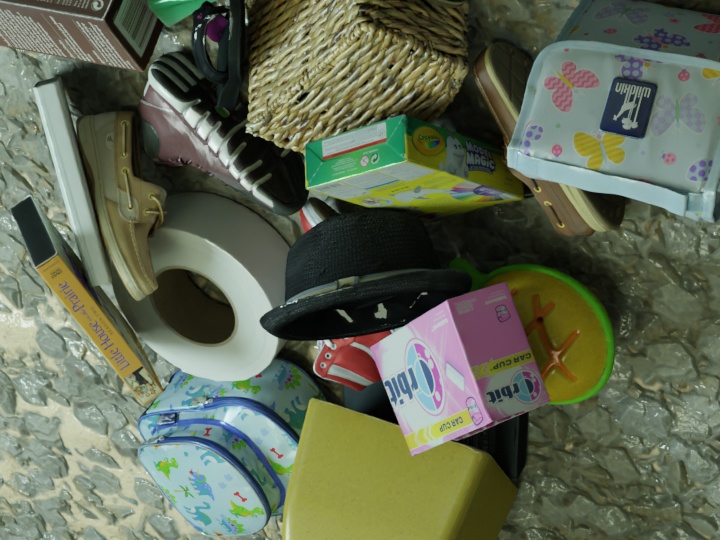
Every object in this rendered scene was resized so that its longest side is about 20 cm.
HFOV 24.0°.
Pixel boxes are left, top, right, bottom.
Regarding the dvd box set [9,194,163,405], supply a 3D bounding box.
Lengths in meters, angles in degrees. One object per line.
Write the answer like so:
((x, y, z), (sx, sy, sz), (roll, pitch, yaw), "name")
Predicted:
((-0.278, 0.030, 1.713), (0.200, 0.029, 0.146), (58, 177, -34), "dvd box set")

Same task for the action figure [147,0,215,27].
((-0.114, -0.287, 1.501), (0.200, 0.055, 0.118), (-2, 123, 37), "action figure")

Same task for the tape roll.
((-0.159, 0.019, 1.772), (0.202, 0.071, 0.202), (16, 132, 18), "tape roll")

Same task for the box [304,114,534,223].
((0.058, -0.085, 1.509), (0.117, 0.048, 0.200), (-13, 161, 37), "box")

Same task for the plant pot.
((0.027, 0.270, 1.725), (0.195, 0.200, 0.194), (15, 166, 19), "plant pot")

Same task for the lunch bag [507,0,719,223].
((0.225, -0.126, 1.327), (0.170, 0.200, 0.127), (15, 132, 21), "lunch bag")

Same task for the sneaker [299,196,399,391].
((-0.026, 0.031, 1.671), (0.112, 0.071, 0.200), (-33, 103, 15), "sneaker")

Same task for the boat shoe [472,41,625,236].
((0.152, -0.107, 1.478), (0.068, 0.072, 0.200), (-21, 116, 38), "boat shoe")

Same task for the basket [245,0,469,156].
((0.003, -0.204, 1.495), (0.143, 0.149, 0.200), (17, 145, -31), "basket")

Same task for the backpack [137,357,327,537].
((-0.127, 0.197, 1.847), (0.200, 0.147, 0.183), (-15, 119, 35), "backpack")

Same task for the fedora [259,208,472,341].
((0.000, 0.000, 1.560), (0.201, 0.201, 0.092), (-22, 71, 41), "fedora")

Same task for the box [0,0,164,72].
((-0.295, -0.255, 1.600), (0.200, 0.075, 0.100), (11, 161, 21), "box")

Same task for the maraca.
((0.150, 0.056, 1.592), (0.200, 0.107, 0.137), (13, 112, 33), "maraca")

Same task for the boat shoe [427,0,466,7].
((0.031, -0.304, 1.387), (0.200, 0.072, 0.068), (45, 136, -9), "boat shoe")

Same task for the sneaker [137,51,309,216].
((-0.141, -0.115, 1.658), (0.200, 0.076, 0.116), (47, 141, 3), "sneaker")

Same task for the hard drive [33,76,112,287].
((-0.285, -0.091, 1.685), (0.026, 0.132, 0.200), (-15, 101, -6), "hard drive")

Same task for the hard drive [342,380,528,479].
((0.075, 0.133, 1.751), (0.200, 0.033, 0.140), (15, 132, 20), "hard drive")

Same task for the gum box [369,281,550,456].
((0.085, 0.095, 1.554), (0.200, 0.066, 0.114), (-36, 72, 65), "gum box")

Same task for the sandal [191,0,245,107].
((-0.129, -0.199, 1.522), (0.048, 0.075, 0.200), (1, 161, -8), "sandal")

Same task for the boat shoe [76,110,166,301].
((-0.227, -0.070, 1.680), (0.074, 0.069, 0.200), (75, 177, -76), "boat shoe")
